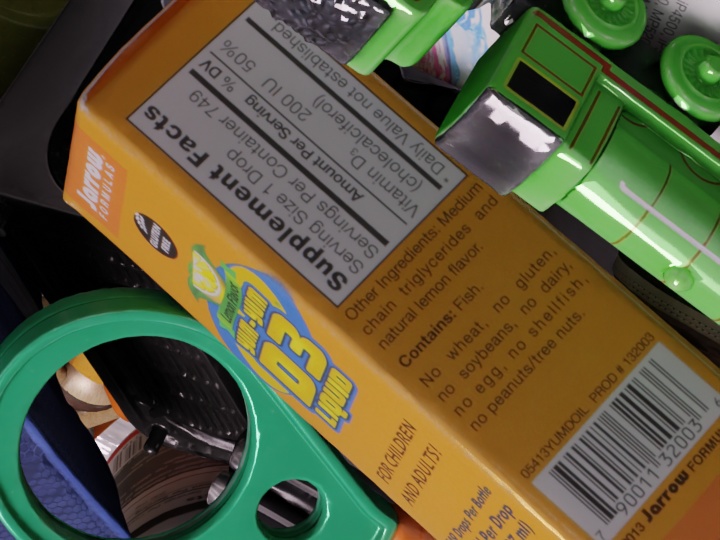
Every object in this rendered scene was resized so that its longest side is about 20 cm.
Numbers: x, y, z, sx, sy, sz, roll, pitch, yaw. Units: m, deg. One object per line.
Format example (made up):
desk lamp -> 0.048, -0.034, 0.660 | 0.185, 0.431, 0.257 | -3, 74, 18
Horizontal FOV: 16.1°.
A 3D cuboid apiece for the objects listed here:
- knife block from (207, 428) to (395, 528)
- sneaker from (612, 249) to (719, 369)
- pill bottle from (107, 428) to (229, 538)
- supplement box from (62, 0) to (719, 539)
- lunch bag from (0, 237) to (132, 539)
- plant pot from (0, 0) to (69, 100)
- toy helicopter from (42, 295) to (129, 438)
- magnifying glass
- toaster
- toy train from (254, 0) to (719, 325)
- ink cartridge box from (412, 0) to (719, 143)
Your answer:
knife block -> 0.043, 0.108, 0.770 | 0.064, 0.199, 0.176 | 172, 84, -69
sneaker -> 0.095, 0.050, 0.713 | 0.074, 0.088, 0.200 | 37, 169, 23
pill bottle -> -0.046, 0.126, 0.910 | 0.113, 0.200, 0.114 | -1, 104, -4
supplement box -> 0.017, 0.015, 0.637 | 0.200, 0.069, 0.067 | 43, 157, 10
lunch bag -> -0.165, 0.031, 0.748 | 0.135, 0.133, 0.200 | -26, 147, 0
plant pot -> -0.182, -0.072, 0.845 | 0.200, 0.187, 0.187 | -31, 113, 35
toy helicopter -> -0.143, 0.053, 0.954 | 0.132, 0.199, 0.079 | 94, 151, -67
magnifying glass -> -0.013, 0.066, 0.698 | 0.199, 0.022, 0.080 | 25, 102, -21
toaster -> 0.000, 0.000, 0.805 | 0.180, 0.119, 0.200 | 15, 154, 25
toy train -> 0.051, -0.038, 0.588 | 0.200, 0.057, 0.042 | 36, 142, -8
ink cartridge box -> 0.051, -0.140, 0.637 | 0.199, 0.146, 0.145 | 27, 142, 5
